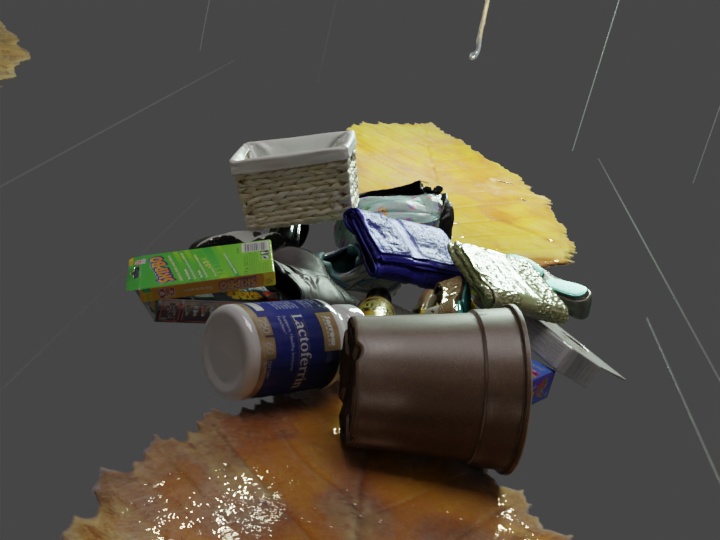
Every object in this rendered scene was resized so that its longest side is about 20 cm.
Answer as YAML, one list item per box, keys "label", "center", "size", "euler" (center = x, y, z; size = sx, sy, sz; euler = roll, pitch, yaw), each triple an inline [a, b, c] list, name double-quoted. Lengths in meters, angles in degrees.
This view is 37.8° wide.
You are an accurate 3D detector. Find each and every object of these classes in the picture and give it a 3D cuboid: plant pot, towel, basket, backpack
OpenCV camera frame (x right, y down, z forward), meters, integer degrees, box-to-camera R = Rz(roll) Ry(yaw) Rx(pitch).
- label: "plant pot"
  center: [0.079, 0.133, 1.233]
  size: [0.196, 0.202, 0.201]
  euler: [4, 20, -7]
- label: "towel"
  center: [0.079, -0.036, 1.661]
  size: [0.199, 0.050, 0.148]
  euler: [11, 38, -36]
- label: "basket"
  center: [-0.102, -0.149, 1.733]
  size: [0.198, 0.125, 0.136]
  euler: [-6, 19, 7]
- label: "towel"
  center: [0.219, 0.019, 1.573]
  size: [0.147, 0.037, 0.200]
  euler: [13, 21, -22]
- label: "backpack"
  center: [0.055, -0.063, 1.813]
  size: [0.198, 0.168, 0.127]
  euler: [1, 25, -18]

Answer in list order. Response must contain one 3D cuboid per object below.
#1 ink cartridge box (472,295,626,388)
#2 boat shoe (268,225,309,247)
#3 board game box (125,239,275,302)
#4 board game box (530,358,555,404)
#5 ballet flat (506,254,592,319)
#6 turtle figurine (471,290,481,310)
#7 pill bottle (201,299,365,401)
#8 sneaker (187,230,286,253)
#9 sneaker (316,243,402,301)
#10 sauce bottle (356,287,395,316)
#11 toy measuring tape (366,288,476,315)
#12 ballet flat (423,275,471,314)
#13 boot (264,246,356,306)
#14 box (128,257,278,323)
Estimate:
- label: "ink cartridge box"
  center: [0.288, 0.108, 1.603]
  size: [0.176, 0.045, 0.200]
  euler: [29, 9, -45]
- label: "boat shoe"
  center: [-0.121, -0.071, 1.829]
  size: [0.062, 0.075, 0.200]
  euler: [19, 24, -2]
- label: "board game box"
  center: [-0.217, 0.000, 1.430]
  size: [0.198, 0.030, 0.096]
  euler: [-5, 29, -6]
- label: "board game box"
  center: [0.158, 0.132, 1.495]
  size: [0.199, 0.045, 0.134]
  euler: [27, 22, 32]
- label: "ballet flat"
  center: [0.326, 0.035, 1.879]
  size: [0.067, 0.064, 0.199]
  euler: [-33, 42, -31]
- label: "turtle figurine"
  center: [0.215, 0.035, 1.777]
  size: [0.161, 0.065, 0.200]
  euler: [35, 29, 0]
- label: "pill bottle"
  center: [-0.088, 0.095, 1.307]
  size: [0.199, 0.117, 0.115]
  euler: [-3, 25, -41]
- label: "sneaker"
  center: [-0.206, -0.025, 1.658]
  size: [0.079, 0.075, 0.199]
  euler: [9, 8, 34]
- label: "sneaker"
  center: [0.000, 0.000, 1.658]
  size: [0.199, 0.087, 0.078]
  euler: [-10, 48, -38]
- label: "sauce bottle"
  center: [0.018, 0.074, 1.526]
  size: [0.064, 0.065, 0.200]
  euler: [14, 19, -1]
- label: "toy measuring tape"
  center: [0.111, 0.052, 1.637]
  size: [0.198, 0.074, 0.074]
  euler: [22, 20, 11]
- label: "ballet flat"
  center: [0.124, 0.065, 1.514]
  size: [0.065, 0.071, 0.200]
  euler: [-9, 14, 11]
- label: "boot"
  center: [-0.102, 0.005, 1.525]
  size: [0.131, 0.070, 0.200]
  euler: [22, 8, -45]
- label: "box"
  center: [-0.219, 0.030, 1.510]
  size: [0.198, 0.040, 0.137]
  euler: [3, 23, -31]
